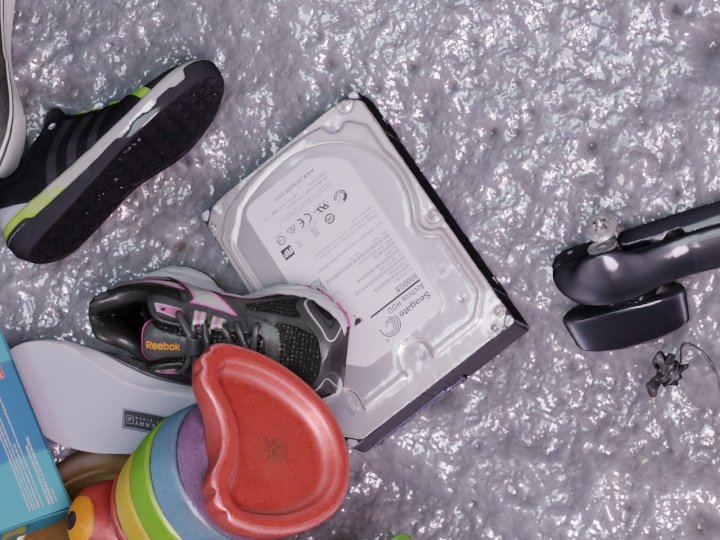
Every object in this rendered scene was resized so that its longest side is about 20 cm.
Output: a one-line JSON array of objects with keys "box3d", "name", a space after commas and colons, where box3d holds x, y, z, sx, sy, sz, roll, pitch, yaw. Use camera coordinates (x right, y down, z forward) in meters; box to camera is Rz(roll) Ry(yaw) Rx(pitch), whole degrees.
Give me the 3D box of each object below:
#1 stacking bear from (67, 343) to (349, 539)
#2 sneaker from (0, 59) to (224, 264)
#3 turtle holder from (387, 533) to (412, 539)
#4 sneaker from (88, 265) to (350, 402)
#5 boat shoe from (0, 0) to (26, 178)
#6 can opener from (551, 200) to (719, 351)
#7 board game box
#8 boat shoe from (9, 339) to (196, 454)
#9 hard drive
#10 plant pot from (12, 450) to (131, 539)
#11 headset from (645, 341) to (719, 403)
[{"box3d": [-0.111, 0.145, 1.499, 0.200, 0.114, 0.122, -33, 54, 40], "name": "stacking bear"}, {"box3d": [-0.186, -0.091, 1.642, 0.200, 0.072, 0.083, -40, 66, 10], "name": "sneaker"}, {"box3d": [-0.022, 0.240, 1.449, 0.132, 0.185, 0.141, -16, 75, 33], "name": "turtle holder"}, {"box3d": [-0.097, 0.048, 1.543, 0.200, 0.086, 0.080, 7, 102, 41], "name": "sneaker"}, {"box3d": [-0.284, -0.147, 1.699, 0.071, 0.064, 0.200, -9, 76, 21], "name": "boat shoe"}, {"box3d": [0.213, -0.017, 1.478, 0.200, 0.079, 0.063, -22, 33, 14], "name": "can opener"}, {"box3d": [-0.309, 0.123, 1.552, 0.200, 0.047, 0.151, -18, 78, -25], "name": "board game box"}, {"box3d": [-0.147, 0.091, 1.598, 0.200, 0.057, 0.069, 15, 104, 24], "name": "boat shoe"}, {"box3d": [0.000, 0.000, 1.566, 0.140, 0.038, 0.200, -38, 69, 12], "name": "hard drive"}, {"box3d": [-0.163, 0.210, 1.596, 0.200, 0.027, 0.200, -5, 77, 22], "name": "plant pot"}, {"box3d": [0.268, 0.088, 1.405, 0.200, 0.094, 0.124, 19, 87, 13], "name": "headset"}]
